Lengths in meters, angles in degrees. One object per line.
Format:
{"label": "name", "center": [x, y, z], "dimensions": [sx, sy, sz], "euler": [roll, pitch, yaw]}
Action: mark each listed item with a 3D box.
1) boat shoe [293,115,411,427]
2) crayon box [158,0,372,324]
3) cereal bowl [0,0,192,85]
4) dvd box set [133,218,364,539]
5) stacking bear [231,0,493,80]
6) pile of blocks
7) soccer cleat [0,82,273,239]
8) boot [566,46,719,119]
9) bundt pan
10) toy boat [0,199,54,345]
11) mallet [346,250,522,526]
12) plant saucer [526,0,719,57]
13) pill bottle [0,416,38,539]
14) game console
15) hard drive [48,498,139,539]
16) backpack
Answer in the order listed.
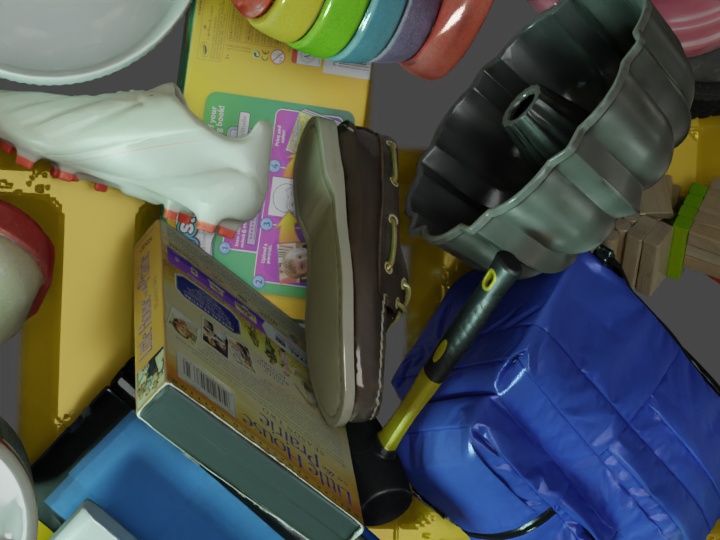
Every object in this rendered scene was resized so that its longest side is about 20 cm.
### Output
{"label": "boat shoe", "center": [0.000, 0.000, 1.245], "dimensions": [0.059, 0.072, 0.201], "euler": [7, 56, -20]}
{"label": "crayon box", "center": [-0.062, -0.071, 1.327], "dimensions": [0.118, 0.058, 0.201], "euler": [8, 91, -10]}
{"label": "cereal bowl", "center": [-0.191, -0.209, 1.282], "dimensions": [0.199, 0.083, 0.202], "euler": [0, 89, -7]}
{"label": "dvd box set", "center": [-0.067, 0.063, 1.208], "dimensions": [0.146, 0.200, 0.029], "euler": [38, 107, -23]}
{"label": "stacking bear", "center": [-0.033, -0.185, 1.231], "dimensions": [0.199, 0.122, 0.114], "euler": [11, 111, -23]}
{"label": "pile of blocks", "center": [0.171, -0.019, 1.379], "dimensions": [0.198, 0.082, 0.062], "euler": [1, 135, -1]}
{"label": "soccer cleat", "center": [-0.144, -0.082, 1.271], "dimensions": [0.199, 0.069, 0.078], "euler": [19, 91, 15]}
{"label": "boot", "center": [0.229, -0.167, 1.379], "dimensions": [0.199, 0.070, 0.133], "euler": [10, 81, -11]}
{"label": "bundt pan", "center": [0.120, -0.075, 1.255], "dimensions": [0.076, 0.202, 0.202], "euler": [40, 85, -20]}
{"label": "toy boat", "center": [-0.275, -0.046, 1.274], "dimensions": [0.199, 0.131, 0.131], "euler": [21, 58, -11]}
{"label": "mallet", "center": [0.035, 0.058, 1.232], "dimensions": [0.041, 0.066, 0.201], "euler": [4, 126, -36]}
{"label": "plant saucer", "center": [0.184, -0.234, 1.336], "dimensions": [0.199, 0.051, 0.202], "euler": [1, 74, -3]}
{"label": "pill bottle", "center": [-0.247, 0.133, 1.232], "dimensions": [0.113, 0.200, 0.115], "euler": [-1, 93, -10]}
{"label": "game console", "center": [-0.095, 0.158, 1.281], "dimensions": [0.200, 0.171, 0.119], "euler": [41, 79, -9]}
{"label": "hard drive", "center": [-0.186, 0.256, 1.310], "dimensions": [0.132, 0.026, 0.200], "euler": [41, 100, -9]}
{"label": "backpack", "center": [0.129, 0.108, 1.312], "dimensions": [0.200, 0.162, 0.168], "euler": [43, 69, -19]}
